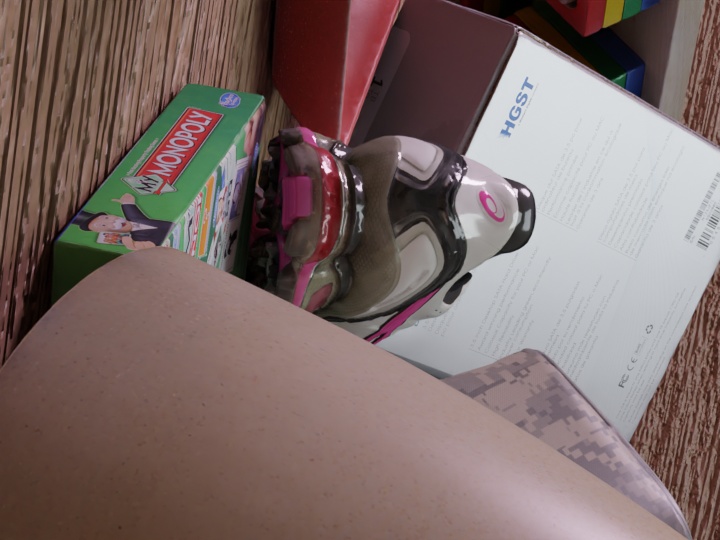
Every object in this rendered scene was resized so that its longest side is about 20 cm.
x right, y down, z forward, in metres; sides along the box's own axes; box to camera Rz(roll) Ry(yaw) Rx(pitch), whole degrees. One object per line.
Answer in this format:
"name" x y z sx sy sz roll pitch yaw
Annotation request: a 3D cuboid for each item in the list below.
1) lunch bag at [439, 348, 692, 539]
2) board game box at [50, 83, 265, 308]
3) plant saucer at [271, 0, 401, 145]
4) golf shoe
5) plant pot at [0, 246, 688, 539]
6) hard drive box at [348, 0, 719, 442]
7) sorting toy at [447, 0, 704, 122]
"lunch bag" 0.018 0.151 0.720 0.139 0.167 0.201 54 -31 42
"board game box" -0.067 0.058 0.589 0.135 0.029 0.201 -65 164 -64
"plant saucer" 0.002 -0.178 0.766 0.200 0.037 0.200 -73 171 -50
"golf shoe" 0.000 0.000 0.679 0.200 0.092 0.073 149 -57 -77
"plant pot" 0.014 0.111 0.462 0.187 0.199 0.188 17 90 -71
"hard drive box" 0.078 -0.019 0.898 0.200 0.077 0.156 23 94 -44
"sorting toy" 0.087 -0.161 1.000 0.069 0.199 0.200 -26 146 -20
